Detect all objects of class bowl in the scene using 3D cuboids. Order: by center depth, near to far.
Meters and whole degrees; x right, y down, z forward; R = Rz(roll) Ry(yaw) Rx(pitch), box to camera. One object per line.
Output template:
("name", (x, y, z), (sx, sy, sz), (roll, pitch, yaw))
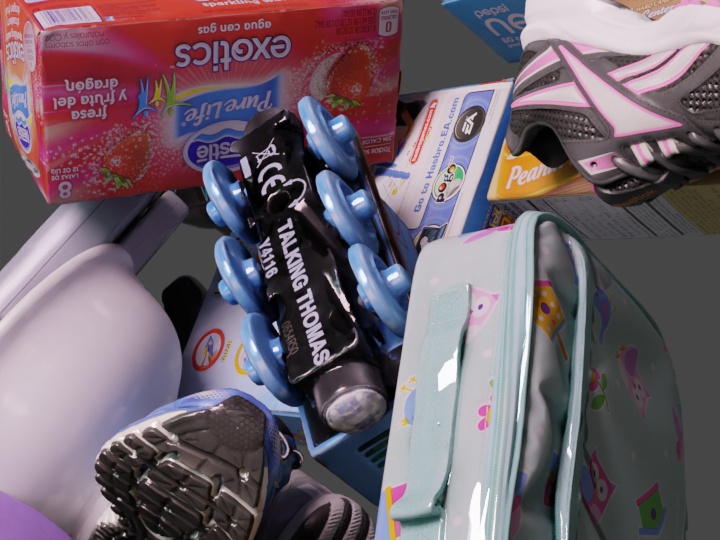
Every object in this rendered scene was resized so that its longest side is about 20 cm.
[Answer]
("bowl", (-0.154, 0.093, 0.775), (0.202, 0.090, 0.201), (-54, -8, -11))

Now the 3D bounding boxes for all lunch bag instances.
("lunch bag", (0.073, 0.087, 0.586), (0.076, 0.160, 0.202), (-14, 52, 29))

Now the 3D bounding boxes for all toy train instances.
("toy train", (-0.011, 0.008, 0.686), (0.086, 0.114, 0.201), (-31, 44, 12))

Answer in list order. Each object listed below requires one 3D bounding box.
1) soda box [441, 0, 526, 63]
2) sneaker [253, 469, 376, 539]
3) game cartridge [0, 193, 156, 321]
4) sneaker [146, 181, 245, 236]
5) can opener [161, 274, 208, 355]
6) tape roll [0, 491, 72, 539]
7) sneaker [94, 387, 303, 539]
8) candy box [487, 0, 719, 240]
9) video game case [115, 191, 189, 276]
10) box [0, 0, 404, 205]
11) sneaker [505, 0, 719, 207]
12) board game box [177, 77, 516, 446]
("soda box", (0.143, -0.166, 0.777), (0.199, 0.068, 0.065), (-1, 63, 47))
("sneaker", (-0.074, 0.190, 0.759), (0.201, 0.075, 0.115), (-52, 29, -4))
("game cartridge", (-0.178, -0.007, 0.871), (0.133, 0.040, 0.200), (-47, 5, -19))
("sneaker", (-0.096, -0.106, 0.902), (0.076, 0.078, 0.202), (-91, 10, -54))
("can opener", (-0.115, 0.085, 0.883), (0.067, 0.053, 0.201), (-39, 41, 25))
("tape roll", (-0.207, 0.202, 0.663), (0.201, 0.199, 0.085), (-52, 13, 4))
("sneaker", (-0.072, 0.088, 0.675), (0.089, 0.078, 0.200), (-53, 0, -27))
("candy box", (0.164, -0.079, 0.700), (0.199, 0.055, 0.117), (-2, 63, 47))
("video game case", (-0.198, 0.051, 0.916), (0.200, 0.022, 0.182), (-51, 7, -28))
("box", (-0.085, -0.108, 0.777), (0.100, 0.198, 0.096), (-134, 41, -52))
("sneaker", (0.137, -0.065, 0.630), (0.199, 0.080, 0.087), (23, 95, 58))
("board game box", (0.000, 0.000, 0.820), (0.195, 0.056, 0.202), (0, 63, 48))
